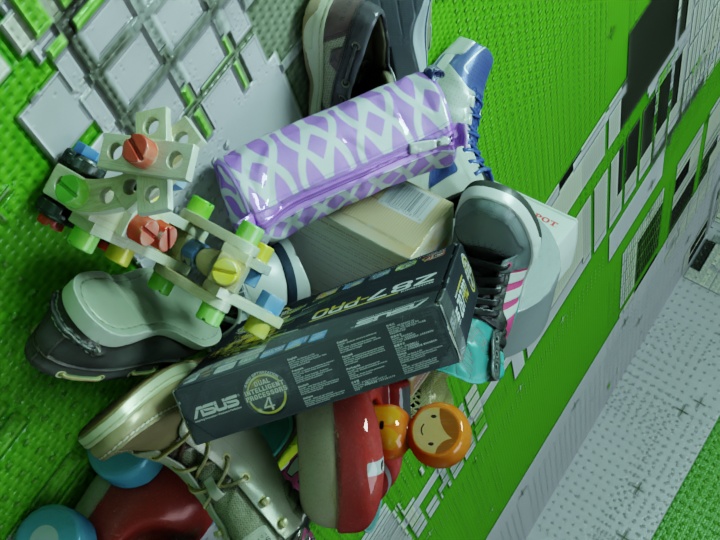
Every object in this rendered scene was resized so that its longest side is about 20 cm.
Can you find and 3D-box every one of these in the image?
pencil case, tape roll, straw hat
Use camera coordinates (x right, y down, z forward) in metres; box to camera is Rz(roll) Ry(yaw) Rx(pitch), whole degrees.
[{"bbox_3d":[-0.015,-0.083,0.828,0.198,0.086,0.085,-26,133,-12],"label":"pencil case"},{"bbox_3d":[0.104,0.000,1.102,0.200,0.199,0.067,-41,149,-38],"label":"tape roll"},{"bbox_3d":[0.058,0.128,1.149,0.201,0.084,0.205,-3,90,-77],"label":"straw hat"}]

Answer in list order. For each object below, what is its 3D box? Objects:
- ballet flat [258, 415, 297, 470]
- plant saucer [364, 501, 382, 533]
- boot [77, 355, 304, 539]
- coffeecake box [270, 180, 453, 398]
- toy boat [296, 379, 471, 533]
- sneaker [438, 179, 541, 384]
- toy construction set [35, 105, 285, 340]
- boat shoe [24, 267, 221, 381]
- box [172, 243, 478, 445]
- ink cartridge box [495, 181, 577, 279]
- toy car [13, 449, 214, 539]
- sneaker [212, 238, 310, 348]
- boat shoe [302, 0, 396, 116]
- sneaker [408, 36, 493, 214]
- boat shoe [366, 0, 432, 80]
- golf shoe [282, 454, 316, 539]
[{"bbox_3d":[-0.083,0.161,0.977,0.066,0.067,0.200,-15,157,-42],"label":"ballet flat"},{"bbox_3d":[-0.006,0.192,1.203,0.200,0.035,0.204,-3,90,-77],"label":"plant saucer"},{"bbox_3d":[-0.114,0.148,0.789,0.072,0.156,0.200,-31,174,16],"label":"boot"},{"bbox_3d":[0.000,0.000,0.946,0.073,0.152,0.202,-49,154,-30],"label":"coffeecake box"},{"bbox_3d":[0.025,0.131,0.854,0.200,0.128,0.133,-26,114,-73],"label":"toy boat"},{"bbox_3d":[0.090,0.027,0.872,0.201,0.082,0.122,81,30,-57],"label":"sneaker"},{"bbox_3d":[-0.127,-0.028,0.685,0.093,0.130,0.201,-55,155,-15],"label":"toy construction set"},{"bbox_3d":[-0.166,0.042,0.767,0.060,0.072,0.201,-40,165,11],"label":"boat shoe"},{"bbox_3d":[-0.017,0.050,0.766,0.161,0.197,0.050,-58,128,-70],"label":"box"},{"bbox_3d":[0.145,-0.003,1.249,0.200,0.144,0.086,-45,151,-33],"label":"ink cartridge box"},{"bbox_3d":[-0.139,0.240,0.865,0.178,0.198,0.185,-54,156,-16],"label":"toy car"},{"bbox_3d":[-0.099,0.054,0.926,0.079,0.077,0.202,-17,141,-25],"label":"sneaker"},{"bbox_3d":[-0.002,-0.151,0.890,0.072,0.064,0.201,-50,154,-26],"label":"boat shoe"},{"bbox_3d":[0.098,-0.118,1.068,0.201,0.114,0.080,-61,157,-2],"label":"sneaker"},{"bbox_3d":[0.027,-0.228,0.885,0.201,0.071,0.063,85,16,-57],"label":"boat shoe"},{"bbox_3d":[-0.082,0.249,1.150,0.073,0.091,0.203,63,36,-61],"label":"golf shoe"}]
